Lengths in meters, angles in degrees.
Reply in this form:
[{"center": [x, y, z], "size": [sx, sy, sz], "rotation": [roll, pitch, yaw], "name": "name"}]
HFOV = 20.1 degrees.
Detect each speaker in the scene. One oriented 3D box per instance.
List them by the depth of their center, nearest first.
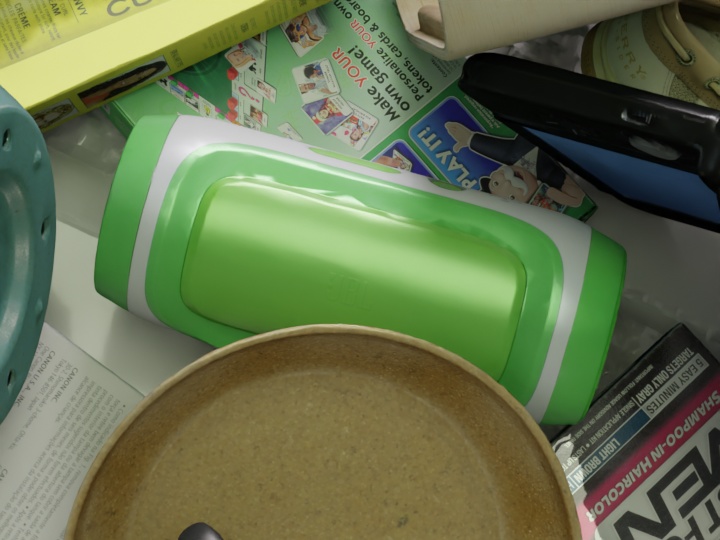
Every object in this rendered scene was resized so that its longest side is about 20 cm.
[{"center": [0.000, 0.000, 0.802], "size": [0.198, 0.089, 0.089], "rotation": [15, 73, 1], "name": "speaker"}]

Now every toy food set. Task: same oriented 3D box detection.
[{"center": [0.086, -0.130, 0.777], "size": [0.142, 0.200, 0.061], "rotation": [-15, 100, -1], "name": "toy food set"}]

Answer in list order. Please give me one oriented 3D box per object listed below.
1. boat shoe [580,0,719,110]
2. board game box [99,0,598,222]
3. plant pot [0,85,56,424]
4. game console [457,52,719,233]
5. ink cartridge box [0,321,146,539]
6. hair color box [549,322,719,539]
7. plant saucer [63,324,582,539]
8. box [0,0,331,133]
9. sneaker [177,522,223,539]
[{"center": [0.189, -0.076, 0.859], "size": [0.199, 0.063, 0.074], "rotation": [14, 65, -27], "name": "boat shoe"}, {"center": [-0.013, -0.058, 0.877], "size": [0.134, 0.029, 0.200], "rotation": [-39, 82, -14], "name": "board game box"}, {"center": [-0.205, -0.009, 0.735], "size": [0.160, 0.201, 0.202], "rotation": [8, 73, 11], "name": "plant pot"}, {"center": [0.131, 0.013, 0.775], "size": [0.175, 0.200, 0.117], "rotation": [18, 86, 30], "name": "game console"}, {"center": [-0.103, 0.141, 0.814], "size": [0.200, 0.050, 0.161], "rotation": [38, 73, -14], "name": "ink cartridge box"}, {"center": [0.159, 0.131, 0.829], "size": [0.100, 0.061, 0.200], "rotation": [-41, 83, -14], "name": "hair color box"}, {"center": [-0.015, 0.113, 0.779], "size": [0.198, 0.035, 0.202], "rotation": [-2, 104, -6], "name": "plant saucer"}, {"center": [-0.092, -0.118, 0.838], "size": [0.199, 0.050, 0.076], "rotation": [-24, 83, -2], "name": "box"}, {"center": [-0.100, 0.132, 0.716], "size": [0.199, 0.075, 0.116], "rotation": [27, 92, -30], "name": "sneaker"}]
